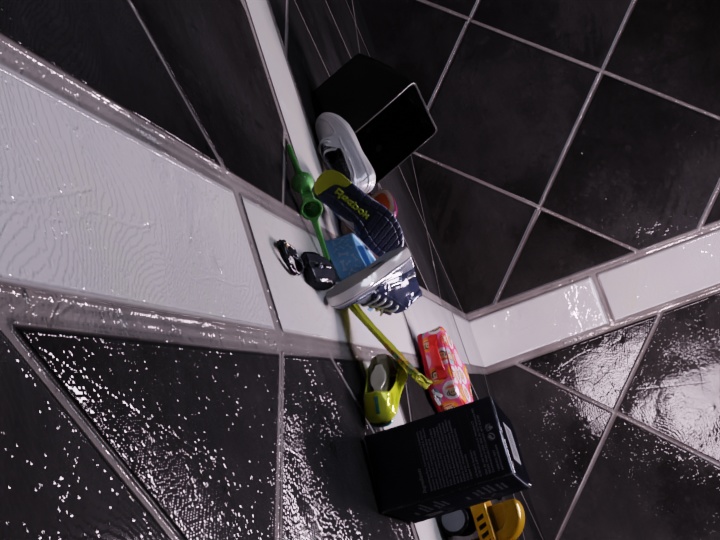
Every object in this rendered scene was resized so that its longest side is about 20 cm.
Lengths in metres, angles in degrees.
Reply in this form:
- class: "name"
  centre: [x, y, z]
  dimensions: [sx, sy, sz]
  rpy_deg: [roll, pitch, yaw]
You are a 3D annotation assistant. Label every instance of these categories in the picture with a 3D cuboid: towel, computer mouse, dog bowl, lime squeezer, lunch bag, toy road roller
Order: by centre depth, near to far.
- class: "computer mouse"
  centre: [-0.073, -0.012, 1.357]
  dimensions: [0.200, 0.034, 0.059]
  rpy_deg: [35, 37, -72]
- class: "lime squeezer"
  centre: [-0.088, -0.112, 1.501]
  dimensions: [0.202, 0.037, 0.071]
  rpy_deg: [70, -21, 5]
- class: "towel"
  centre: [0.037, 0.108, 1.513]
  dimensions: [0.200, 0.018, 0.086]
  rpy_deg: [46, -2, 25]
- class: "dog bowl"
  centre: [0.000, 0.000, 1.626]
  dimensions: [0.112, 0.049, 0.200]
  rpy_deg: [65, 9, 21]
- class: "toy road roller"
  centre: [0.234, 0.489, 1.688]
  dimensions: [0.123, 0.144, 0.202]
  rpy_deg: [42, 29, -67]
- class: "lunch bag"
  centre: [0.190, 0.231, 2.124]
  dimensions: [0.177, 0.081, 0.202]
  rpy_deg: [58, 16, -46]

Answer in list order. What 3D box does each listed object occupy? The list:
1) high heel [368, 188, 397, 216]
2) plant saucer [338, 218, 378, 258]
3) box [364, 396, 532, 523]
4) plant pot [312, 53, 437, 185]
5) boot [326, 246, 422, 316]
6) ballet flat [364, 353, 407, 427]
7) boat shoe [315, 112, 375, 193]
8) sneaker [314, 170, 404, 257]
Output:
- class: "high heel"
  centre: [0.044, -0.122, 1.953]
  dimensions: [0.096, 0.067, 0.200]
  rpy_deg: [53, -1, -31]
- class: "plant saucer"
  centre: [0.001, -0.054, 1.813]
  dimensions: [0.200, 0.036, 0.203]
  rpy_deg: [-21, 91, -79]
- class: "box"
  centre: [0.133, 0.285, 1.396]
  dimensions: [0.197, 0.198, 0.119]
  rpy_deg: [48, 25, -65]
- class: "plant pot"
  centre: [0.016, -0.333, 1.988]
  dimensions: [0.178, 0.199, 0.200]
  rpy_deg: [51, 1, 28]
- class: "boot"
  centre: [0.030, 0.038, 1.504]
  dimensions: [0.199, 0.072, 0.091]
  rpy_deg: [-32, 104, -43]
- class: "ballet flat"
  centre: [0.036, 0.170, 1.480]
  dimensions: [0.200, 0.066, 0.068]
  rpy_deg: [-75, 152, -69]
- class: "boat shoe"
  centre: [-0.045, -0.227, 1.820]
  dimensions: [0.068, 0.072, 0.202]
  rpy_deg: [-4, 59, -43]
- class: "sneaker"
  centre: [0.000, -0.103, 1.675]
  dimensions: [0.200, 0.074, 0.082]
  rpy_deg: [45, -2, -10]
